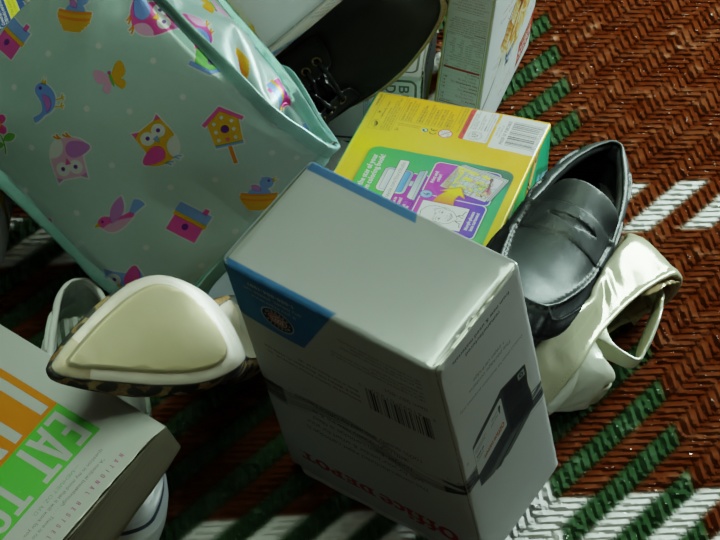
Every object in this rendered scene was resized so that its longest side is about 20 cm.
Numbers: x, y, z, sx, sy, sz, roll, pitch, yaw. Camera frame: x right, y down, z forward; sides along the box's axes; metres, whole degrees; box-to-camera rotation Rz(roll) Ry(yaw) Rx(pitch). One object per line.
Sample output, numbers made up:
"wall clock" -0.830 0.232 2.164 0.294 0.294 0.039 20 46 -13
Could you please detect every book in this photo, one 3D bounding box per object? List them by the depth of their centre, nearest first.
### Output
"book" -0.214 0.102 1.543 0.200 0.048 0.134 27 70 33

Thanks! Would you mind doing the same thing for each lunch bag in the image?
"lunch bag" -0.129 -0.087 1.656 0.200 0.170 0.122 46 15 5

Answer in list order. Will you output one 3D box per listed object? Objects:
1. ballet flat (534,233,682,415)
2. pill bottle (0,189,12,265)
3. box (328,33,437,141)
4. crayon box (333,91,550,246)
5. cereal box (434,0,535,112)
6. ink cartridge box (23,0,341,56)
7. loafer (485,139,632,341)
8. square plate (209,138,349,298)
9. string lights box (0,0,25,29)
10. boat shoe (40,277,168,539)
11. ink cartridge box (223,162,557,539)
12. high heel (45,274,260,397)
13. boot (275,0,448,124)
"ballet flat" 0.138 0.044 1.657 0.069 0.070 0.200 21 41 23
"pill bottle" -0.276 -0.048 1.717 0.112 0.113 0.200 0 38 -2
"box" -0.049 -0.148 1.894 0.200 0.060 0.117 4 38 4
"crayon box" 0.037 -0.028 1.698 0.119 0.058 0.200 12 39 13
"cereal box" 0.094 -0.201 1.852 0.039 0.200 0.144 16 41 11
"ink cartridge box" -0.099 -0.195 1.734 0.200 0.148 0.086 -37 1 12
"loafer" 0.117 -0.022 1.619 0.068 0.070 0.201 30 30 4
"square plate" 0.000 0.000 1.732 0.198 0.028 0.200 23 43 26
"string lights box" -0.298 -0.164 1.908 0.200 0.059 0.103 -11 41 -15
"boat shoe" -0.160 0.083 1.590 0.073 0.067 0.200 -10 39 -13
"ink cartridge box" 0.021 0.054 1.511 0.145 0.200 0.084 26 62 27
"high heel" -0.118 0.053 1.574 0.200 0.143 0.071 -18 78 -37
"boot" -0.030 -0.107 1.764 0.200 0.077 0.138 -36 20 19
